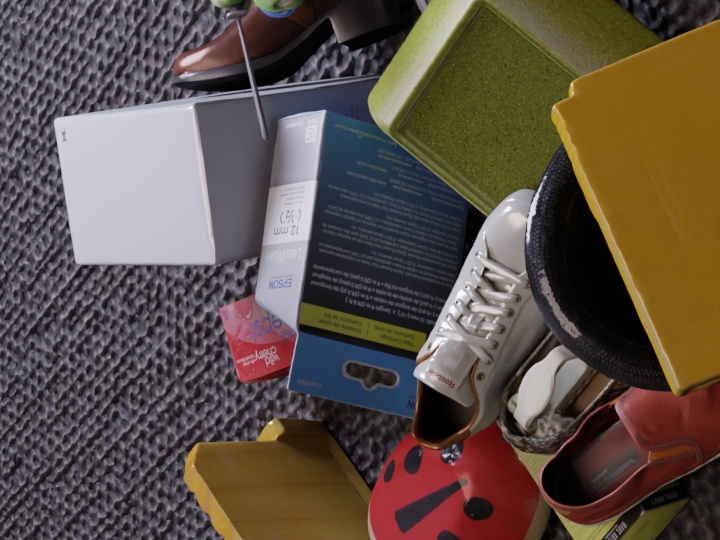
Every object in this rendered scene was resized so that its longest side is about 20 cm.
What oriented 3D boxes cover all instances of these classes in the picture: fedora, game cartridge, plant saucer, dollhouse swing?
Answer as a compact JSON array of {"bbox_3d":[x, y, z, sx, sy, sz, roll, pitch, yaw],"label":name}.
[{"bbox_3d":[0.194,-0.015,1.293,0.092,0.200,0.201,91,158,-76],"label":"fedora"},{"bbox_3d":[0.228,-0.049,1.233,0.032,0.176,0.200,70,178,-75],"label":"game cartridge"},{"bbox_3d":[0.110,-0.104,1.381,0.200,0.048,0.200,39,133,4],"label":"plant saucer"},{"bbox_3d":[-0.063,0.241,1.653,0.200,0.175,0.182,53,135,28],"label":"dollhouse swing"}]

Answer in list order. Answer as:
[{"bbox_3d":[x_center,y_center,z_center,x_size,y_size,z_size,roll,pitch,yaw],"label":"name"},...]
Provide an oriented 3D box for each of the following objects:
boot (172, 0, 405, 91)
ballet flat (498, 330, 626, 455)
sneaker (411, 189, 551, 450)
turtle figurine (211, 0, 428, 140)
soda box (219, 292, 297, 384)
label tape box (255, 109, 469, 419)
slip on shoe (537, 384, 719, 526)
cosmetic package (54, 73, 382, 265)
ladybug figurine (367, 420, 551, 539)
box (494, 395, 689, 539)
[{"bbox_3d":[-0.079,-0.249,1.573,0.188,0.068,0.201,-21,82,15],"label":"boot"},{"bbox_3d":[0.157,0.046,1.368,0.072,0.072,0.200,50,116,32],"label":"ballet flat"},{"bbox_3d":[0.086,0.042,1.400,0.073,0.085,0.200,28,123,19],"label":"sneaker"},{"bbox_3d":[-0.045,-0.237,1.430,0.200,0.144,0.194,-108,-1,-47],"label":"turtle figurine"},{"bbox_3d":[-0.029,0.035,1.649,0.200,0.063,0.070,-23,81,51],"label":"soda box"},{"bbox_3d":[0.000,0.000,1.490,0.066,0.143,0.201,-3,76,52],"label":"label tape box"},{"bbox_3d":[0.195,0.098,1.347,0.200,0.061,0.074,-41,63,22],"label":"slip on shoe"},{"bbox_3d":[-0.095,-0.076,1.593,0.199,0.200,0.123,1,99,52],"label":"cosmetic package"},{"bbox_3d":[0.068,0.172,1.552,0.200,0.072,0.136,-46,63,47],"label":"ladybug figurine"},{"bbox_3d":[0.144,0.106,1.459,0.200,0.050,0.075,55,136,26],"label":"box"}]
